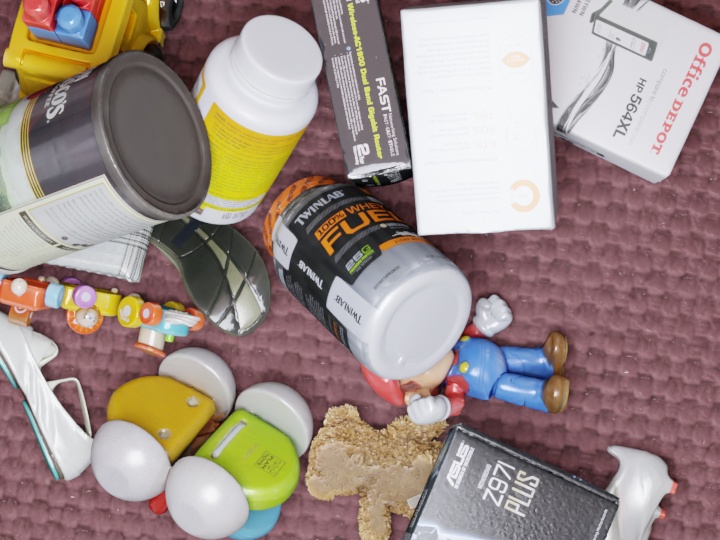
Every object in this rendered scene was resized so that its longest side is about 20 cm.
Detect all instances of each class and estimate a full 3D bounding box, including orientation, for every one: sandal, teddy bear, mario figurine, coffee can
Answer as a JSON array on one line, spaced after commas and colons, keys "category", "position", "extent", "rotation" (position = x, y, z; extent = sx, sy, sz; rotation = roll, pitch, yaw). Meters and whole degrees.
[{"category": "sandal", "position": [-0.155, -0.020, 1.342], "extent": [0.080, 0.057, 0.201], "rotation": [-38, 70, -8]}, {"category": "teddy bear", "position": [0.044, 0.201, 1.329], "extent": [0.198, 0.067, 0.146], "rotation": [0, 99, -3]}, {"category": "mario figurine", "position": [0.099, 0.085, 1.293], "extent": [0.198, 0.124, 0.107], "rotation": [3, 103, 0]}, {"category": "coffee can", "position": [-0.252, -0.090, 1.195], "extent": [0.199, 0.146, 0.148], "rotation": [-16, 89, 29]}]

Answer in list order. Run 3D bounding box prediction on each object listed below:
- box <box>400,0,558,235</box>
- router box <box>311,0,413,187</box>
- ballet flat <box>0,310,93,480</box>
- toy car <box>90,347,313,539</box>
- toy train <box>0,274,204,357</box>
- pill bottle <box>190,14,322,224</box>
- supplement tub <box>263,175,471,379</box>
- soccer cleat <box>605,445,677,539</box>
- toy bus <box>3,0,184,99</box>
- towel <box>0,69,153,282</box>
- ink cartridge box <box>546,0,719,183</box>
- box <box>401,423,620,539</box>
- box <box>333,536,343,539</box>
[{"category": "box", "position": [0.110, -0.141, 1.226], "extent": [0.123, 0.098, 0.202], "rotation": [-2, 102, 11]}, {"category": "router box", "position": [0.002, -0.181, 1.281], "extent": [0.062, 0.150, 0.202], "rotation": [-12, 89, 3]}, {"category": "ballet flat", "position": [-0.317, 0.109, 1.352], "extent": [0.069, 0.069, 0.201], "rotation": [-27, 93, 3]}, {"category": "toy car", "position": [-0.150, 0.185, 1.295], "extent": [0.199, 0.175, 0.151], "rotation": [22, 130, 18]}, {"category": "toy train", "position": [-0.250, 0.046, 1.300], "extent": [0.198, 0.150, 0.056], "rotation": [13, 92, 0]}, {"category": "pill bottle", "position": [-0.108, -0.140, 1.260], "extent": [0.108, 0.200, 0.110], "rotation": [15, 51, -20]}, {"category": "supplement tub", "position": [0.000, 0.000, 1.258], "extent": [0.123, 0.122, 0.200], "rotation": [-51, 49, 3]}, {"category": "soccer cleat", "position": [0.237, 0.267, 1.312], "extent": [0.077, 0.069, 0.201], "rotation": [23, 84, 8]}, {"category": "toy bus", "position": [-0.256, -0.250, 1.270], "extent": [0.134, 0.192, 0.202], "rotation": [13, 77, 6]}, {"category": "towel", "position": [-0.289, -0.096, 1.330], "extent": [0.198, 0.035, 0.194], "rotation": [11, 73, 5]}, {"category": "ink cartridge box", "position": [0.230, -0.191, 1.299], "extent": [0.199, 0.084, 0.147], "rotation": [25, 92, 4]}, {"category": "box", "position": [0.119, 0.264, 1.240], "extent": [0.163, 0.086, 0.201], "rotation": [25, 81, 2]}, {"category": "box", "position": [0.041, 0.347, 1.315], "extent": [0.199, 0.078, 0.096], "rotation": [25, 90, 3]}]
